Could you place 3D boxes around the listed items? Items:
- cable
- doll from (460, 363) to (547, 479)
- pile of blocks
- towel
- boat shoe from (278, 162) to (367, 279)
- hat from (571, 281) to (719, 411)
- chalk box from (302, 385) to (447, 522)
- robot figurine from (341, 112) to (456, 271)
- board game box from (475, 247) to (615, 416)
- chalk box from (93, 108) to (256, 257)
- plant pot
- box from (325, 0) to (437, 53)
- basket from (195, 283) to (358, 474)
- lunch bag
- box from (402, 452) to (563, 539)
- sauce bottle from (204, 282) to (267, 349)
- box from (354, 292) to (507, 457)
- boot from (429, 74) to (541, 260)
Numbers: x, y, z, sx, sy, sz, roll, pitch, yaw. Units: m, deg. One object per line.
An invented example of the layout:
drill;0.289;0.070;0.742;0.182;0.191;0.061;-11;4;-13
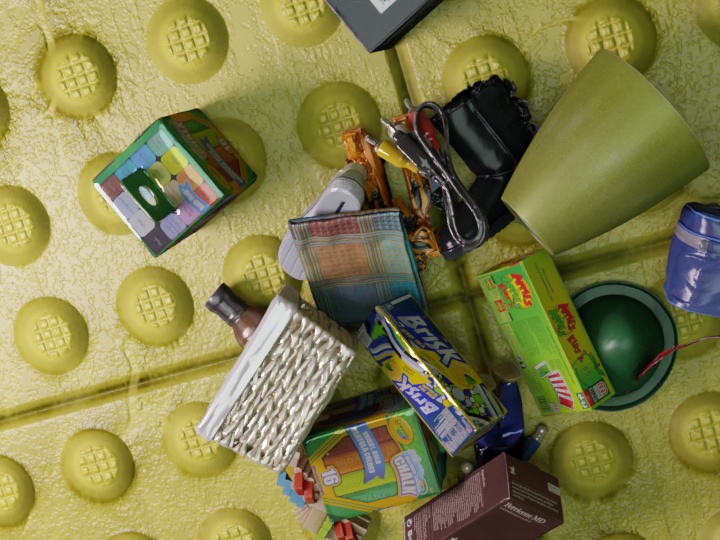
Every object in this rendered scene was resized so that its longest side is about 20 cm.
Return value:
cable;0.099;-0.122;1.379;0.097;0.050;0.200;-42;84;12
doll;0.186;0.224;1.500;0.136;0.048;0.202;-17;117;-24
pile of blocks;-0.069;0.314;1.568;0.082;0.062;0.200;-38;94;14
towel;0.000;0.000;1.450;0.145;0.022;0.201;-7;138;10
boat shoe;-0.041;-0.059;1.460;0.072;0.062;0.200;35;138;-6
hat;0.318;0.107;1.403;0.165;0.176;0.201;29;105;2
chalk box;0.042;0.227;1.500;0.198;0.124;0.126;-18;100;12
robot figurine;0.048;-0.092;1.462;0.144;0.058;0.202;-15;100;14
board game box;0.231;0.080;1.441;0.047;0.101;0.201;-27;93;-30
chalk box;-0.232;-0.109;1.419;0.124;0.200;0.125;-39;95;15
plant pot;0.267;-0.120;1.341;0.200;0.187;0.187;-42;94;5
box;0.044;-0.342;1.334;0.148;0.200;0.107;-40;93;14
basket;-0.098;0.136;1.430;0.123;0.136;0.201;31;95;-3
lunch bag;0.473;-0.011;1.376;0.198;0.136;0.133;13;104;5
box;0.156;0.322;1.483;0.100;0.075;0.200;27;129;-27
sauce bottle;-0.120;0.096;1.526;0.200;0.065;0.065;39;105;-1
box;0.086;0.127;1.430;0.200;0.070;0.064;51;131;17
boot;0.142;-0.131;1.414;0.198;0.073;0.163;-37;102;-6
